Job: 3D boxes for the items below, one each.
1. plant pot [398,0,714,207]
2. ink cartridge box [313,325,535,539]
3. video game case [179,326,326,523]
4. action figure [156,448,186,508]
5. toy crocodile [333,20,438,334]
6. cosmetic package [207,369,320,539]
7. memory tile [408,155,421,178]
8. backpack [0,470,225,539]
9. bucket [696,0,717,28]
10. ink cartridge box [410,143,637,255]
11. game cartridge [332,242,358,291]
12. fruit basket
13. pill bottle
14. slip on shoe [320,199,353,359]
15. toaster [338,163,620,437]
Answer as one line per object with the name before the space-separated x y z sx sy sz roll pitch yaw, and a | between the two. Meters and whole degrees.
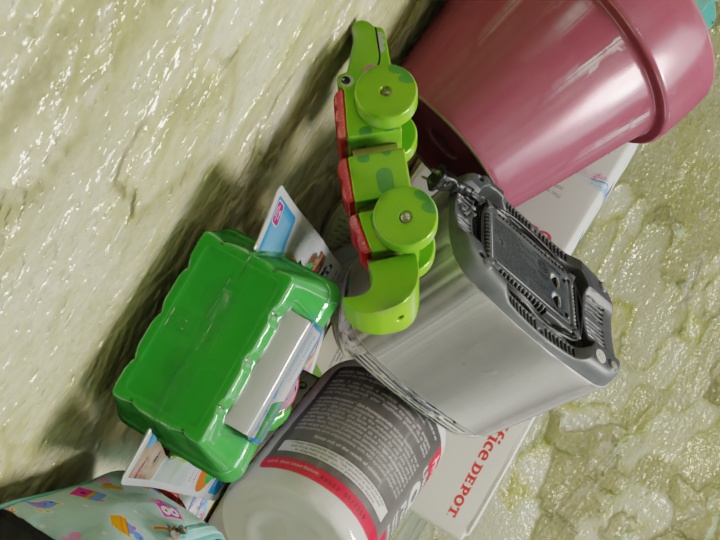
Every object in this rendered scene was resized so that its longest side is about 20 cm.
plant pot | 0.124 -0.143 0.894 0.179 0.200 0.200 -42 163 -9
ink cartridge box | 0.049 0.130 1.126 0.146 0.200 0.084 -62 167 7
video game case | -0.097 0.138 0.997 0.200 0.018 0.143 -46 161 -46
action figure | -0.081 0.078 0.875 0.200 0.052 0.065 -58 162 -21
toy crocodile | 0.010 -0.059 0.748 0.068 0.062 0.200 86 -4 -72
cosmetic package | -0.064 0.189 1.026 0.200 0.073 0.104 -59 166 -7
memory tile | 0.098 -0.165 1.093 0.153 0.017 0.200 -33 149 -64
backpack | -0.148 0.208 0.677 0.200 0.153 0.176 -24 137 -79
bucket | 0.345 -0.324 1.418 0.207 0.135 0.207 -54 165 -21
ink cartridge box | 0.143 -0.086 1.072 0.200 0.145 0.088 -54 168 -29
game cartridge | 0.065 0.024 0.966 0.133 0.041 0.200 -24 143 20
fruit basket | -0.065 0.059 0.753 0.185 0.094 0.200 -60 160 -8
pill bottle | -0.005 0.134 0.891 0.200 0.111 0.111 -49 162 -47
slip on shoe | 0.000 0.000 0.994 0.200 0.074 0.061 85 -2 -55
toaster | 0.074 0.027 0.843 0.129 0.200 0.114 -36 -149 30
